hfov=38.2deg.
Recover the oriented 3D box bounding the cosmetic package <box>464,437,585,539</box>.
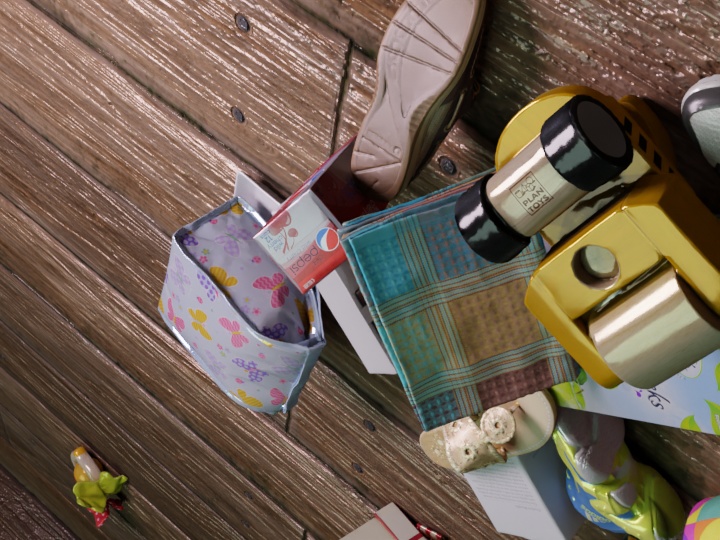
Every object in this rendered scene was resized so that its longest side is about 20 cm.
[{"bbox_3d":[0.151,0.179,1.068,0.101,0.071,0.201,-4,122,52],"label":"cosmetic package"}]

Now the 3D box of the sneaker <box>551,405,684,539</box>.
[{"bbox_3d":[0.216,0.188,0.997,0.201,0.076,0.105,52,149,-10],"label":"sneaker"}]

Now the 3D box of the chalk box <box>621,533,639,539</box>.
[{"bbox_3d":[0.302,0.400,1.084,0.124,0.124,0.201,23,142,32],"label":"chalk box"}]

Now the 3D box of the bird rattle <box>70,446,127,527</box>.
[{"bbox_3d":[-0.574,0.458,2.273,0.164,0.112,0.200,55,163,9],"label":"bird rattle"}]

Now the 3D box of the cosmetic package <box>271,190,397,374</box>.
[{"bbox_3d":[0.000,0.000,1.045,0.050,0.083,0.201,-7,121,50],"label":"cosmetic package"}]

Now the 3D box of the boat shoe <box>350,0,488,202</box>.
[{"bbox_3d":[0.056,-0.147,0.827,0.072,0.072,0.201,37,126,24],"label":"boat shoe"}]

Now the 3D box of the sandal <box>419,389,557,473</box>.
[{"bbox_3d":[0.104,0.165,0.975,0.078,0.070,0.212,47,148,-1],"label":"sandal"}]

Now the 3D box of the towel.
[{"bbox_3d":[0.083,0.028,0.817,0.022,0.145,0.201,-99,-12,-62],"label":"towel"}]

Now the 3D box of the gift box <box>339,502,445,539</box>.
[{"bbox_3d":[0.048,0.456,1.388,0.200,0.186,0.186,44,150,35],"label":"gift box"}]

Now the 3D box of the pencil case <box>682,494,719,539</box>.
[{"bbox_3d":[0.354,0.218,0.857,0.088,0.088,0.200,46,148,1],"label":"pencil case"}]

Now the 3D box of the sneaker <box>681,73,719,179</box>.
[{"bbox_3d":[0.275,-0.039,0.661,0.200,0.088,0.076,45,151,6],"label":"sneaker"}]

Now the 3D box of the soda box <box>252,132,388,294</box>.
[{"bbox_3d":[-0.022,-0.056,0.896,0.070,0.200,0.064,-39,98,23],"label":"soda box"}]

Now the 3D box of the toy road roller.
[{"bbox_3d":[0.177,-0.036,0.712,0.200,0.146,0.123,49,131,1],"label":"toy road roller"}]

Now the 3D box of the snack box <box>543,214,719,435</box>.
[{"bbox_3d":[0.214,0.038,0.841,0.199,0.068,0.170,3,127,47],"label":"snack box"}]

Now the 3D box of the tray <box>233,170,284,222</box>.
[{"bbox_3d":[-0.106,-0.028,1.198,0.107,0.022,0.201,38,147,13],"label":"tray"}]

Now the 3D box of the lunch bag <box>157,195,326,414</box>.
[{"bbox_3d":[-0.122,0.049,1.166,0.200,0.127,0.170,49,148,16],"label":"lunch bag"}]
